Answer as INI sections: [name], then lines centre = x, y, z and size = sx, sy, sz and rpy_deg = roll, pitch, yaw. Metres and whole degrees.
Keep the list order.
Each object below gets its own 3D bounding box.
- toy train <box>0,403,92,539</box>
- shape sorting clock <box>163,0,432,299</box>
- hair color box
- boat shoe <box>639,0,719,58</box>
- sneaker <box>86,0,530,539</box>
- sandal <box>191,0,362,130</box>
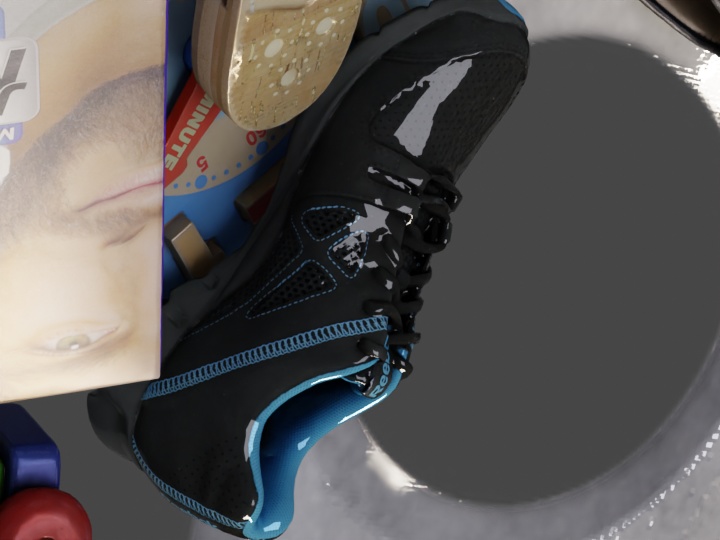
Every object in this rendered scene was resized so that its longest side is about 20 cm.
[toy train]
centre = -0.158, 0.147, 0.931
size = 0.115, 0.085, 0.200
rpy_deg = -1, 106, -23
[shape sorting clock]
centre = -0.050, -0.073, 0.930
size = 0.200, 0.039, 0.200
rpy_deg = -27, 135, -30
[hair color box]
centre = -0.113, -0.046, 0.818
size = 0.109, 0.065, 0.200
rpy_deg = -9, 140, -12
[boat shoe]
centre = 0.087, -0.139, 1.006
size = 0.200, 0.074, 0.060
rpy_deg = 30, 83, -45
[sneaker]
centre = 0.000, 0.000, 0.946
size = 0.200, 0.082, 0.073
rpy_deg = -53, 146, 5
[sandal]
centre = -0.004, -0.106, 0.825
size = 0.078, 0.070, 0.212
rpy_deg = -30, 150, -26
